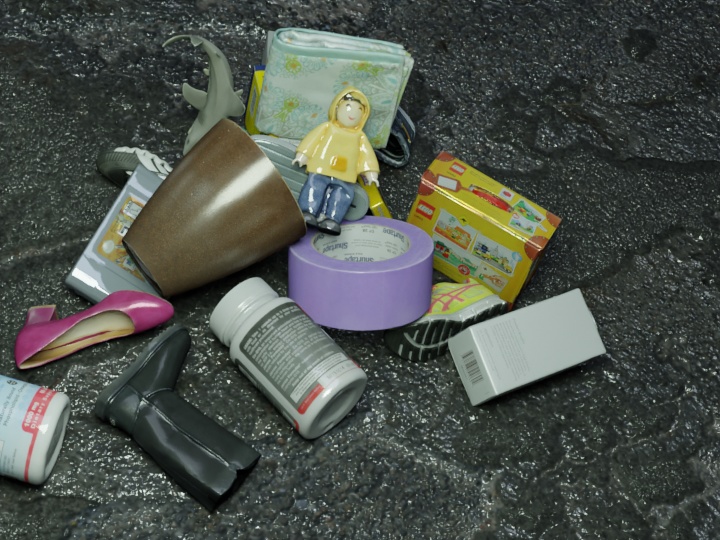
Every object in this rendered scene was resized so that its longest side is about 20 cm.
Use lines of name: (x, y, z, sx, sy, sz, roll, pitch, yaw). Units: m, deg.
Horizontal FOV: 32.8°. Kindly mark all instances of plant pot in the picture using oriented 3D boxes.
plant pot: (-0.203, -0.063, 1.582, 0.199, 0.187, 0.187, -37, 67, -14)

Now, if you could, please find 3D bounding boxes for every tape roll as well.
tape roll: (0.000, 0.000, 1.658, 0.197, 0.086, 0.200, 2, 24, -1)

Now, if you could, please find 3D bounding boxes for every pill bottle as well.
pill bottle: (-0.448, 0.170, 1.421, 0.197, 0.109, 0.110, 16, 48, -3)
pill bottle: (-0.096, 0.109, 1.574, 0.113, 0.114, 0.200, -31, 66, -35)

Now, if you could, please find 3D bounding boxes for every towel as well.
towel: (-0.039, -0.249, 1.701, 0.197, 0.172, 0.049, 7, 45, -11)

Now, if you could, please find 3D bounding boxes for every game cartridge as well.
game cartridge: (-0.290, -0.030, 1.637, 0.132, 0.042, 0.202, 30, 63, -8)

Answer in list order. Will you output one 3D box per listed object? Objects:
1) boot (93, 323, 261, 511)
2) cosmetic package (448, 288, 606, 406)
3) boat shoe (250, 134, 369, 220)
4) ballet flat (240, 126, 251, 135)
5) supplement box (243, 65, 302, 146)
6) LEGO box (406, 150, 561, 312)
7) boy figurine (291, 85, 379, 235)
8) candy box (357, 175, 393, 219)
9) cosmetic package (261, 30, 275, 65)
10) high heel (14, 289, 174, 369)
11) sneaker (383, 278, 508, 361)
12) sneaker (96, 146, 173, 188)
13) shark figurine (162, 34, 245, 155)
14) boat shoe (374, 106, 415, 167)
boot: (-0.203, 0.178, 1.515, 0.199, 0.066, 0.165, 33, 58, 15)
cosmetic package: (0.230, 0.105, 1.687, 0.198, 0.074, 0.103, -15, 79, -29)
boat shoe: (-0.081, -0.131, 1.705, 0.199, 0.074, 0.067, 30, 17, -17)
ballet flat: (-0.176, -0.138, 1.787, 0.067, 0.064, 0.201, -17, 36, -1)
supplement box: (-0.101, -0.200, 1.831, 0.107, 0.110, 0.202, -1, 51, -17)
LEGO box: (0.168, -0.055, 1.765, 0.199, 0.150, 0.077, 31, 49, 10)
boy figurine: (-0.027, -0.149, 1.644, 0.123, 0.064, 0.202, 19, 84, -9)
candy box: (0.006, -0.146, 1.827, 0.026, 0.103, 0.202, -23, 57, 2)
cosmetic package: (-0.059, -0.311, 1.961, 0.197, 0.072, 0.102, 7, 50, -10)
high heel: (-0.335, 0.080, 1.539, 0.197, 0.068, 0.097, -1, 42, -2)
sneaker: (0.107, 0.062, 1.709, 0.198, 0.079, 0.091, -13, 48, -33)
sneaker: (-0.291, -0.109, 1.727, 0.198, 0.067, 0.091, 25, 46, 1)
shark figurine: (-0.203, -0.265, 1.773, 0.127, 0.216, 0.089, -31, 53, -28)
boat shoe: (0.011, -0.250, 1.877, 0.200, 0.071, 0.091, 42, 28, -21)
